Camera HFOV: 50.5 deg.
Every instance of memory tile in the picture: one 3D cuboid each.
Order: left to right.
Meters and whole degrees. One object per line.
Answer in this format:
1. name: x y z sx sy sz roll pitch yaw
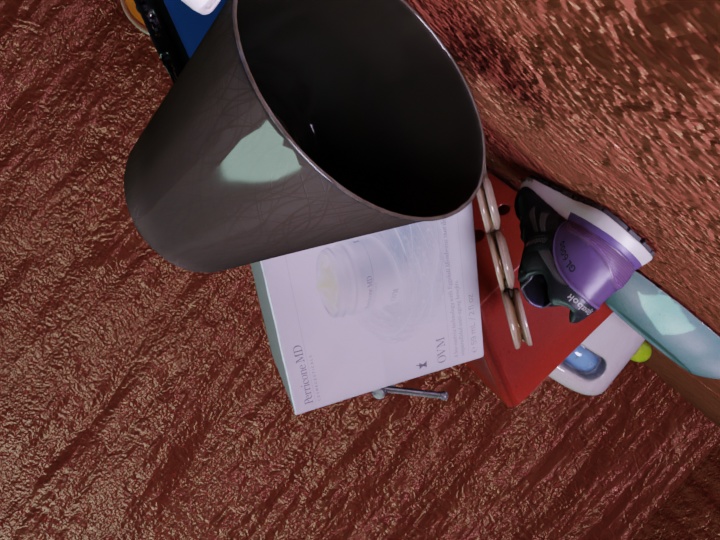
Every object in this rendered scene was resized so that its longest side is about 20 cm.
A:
1. memory tile: 0.122 -0.033 0.692 0.153 0.017 0.202 6 -110 -79

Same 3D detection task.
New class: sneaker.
1. sneaker: 0.155 -0.019 0.638 0.075 0.088 0.200 38 -173 -13

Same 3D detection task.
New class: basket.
1. basket: -0.054 -0.075 0.478 0.179 0.137 0.199 27 151 -32

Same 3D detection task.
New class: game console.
1. game console: -0.092 -0.173 0.608 0.171 0.117 0.202 -81 -30 -71

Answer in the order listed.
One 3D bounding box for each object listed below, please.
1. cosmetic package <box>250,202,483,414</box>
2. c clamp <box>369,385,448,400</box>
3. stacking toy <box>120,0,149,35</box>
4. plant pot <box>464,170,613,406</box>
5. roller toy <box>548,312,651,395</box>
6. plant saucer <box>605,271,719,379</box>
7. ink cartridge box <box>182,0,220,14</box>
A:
1. cosmetic package: 0.000 0.000 0.729 0.123 0.198 0.201 -122 20 -60
2. c clamp: 0.031 0.072 0.828 0.169 0.027 0.200 2 -148 19
3. stacking toy: -0.225 -0.367 0.849 0.146 0.146 0.200 41 171 12
4. plant pot: 0.164 0.003 0.913 0.200 0.200 0.176 45 178 38
5. roller toy: 0.284 0.074 1.052 0.200 0.140 0.182 44 -163 34
6. plant saucer: 0.309 0.055 0.790 0.200 0.039 0.201 39 -174 -5
7. ink cartridge box: -0.110 -0.203 0.364 0.146 0.085 0.200 37 -172 -21
